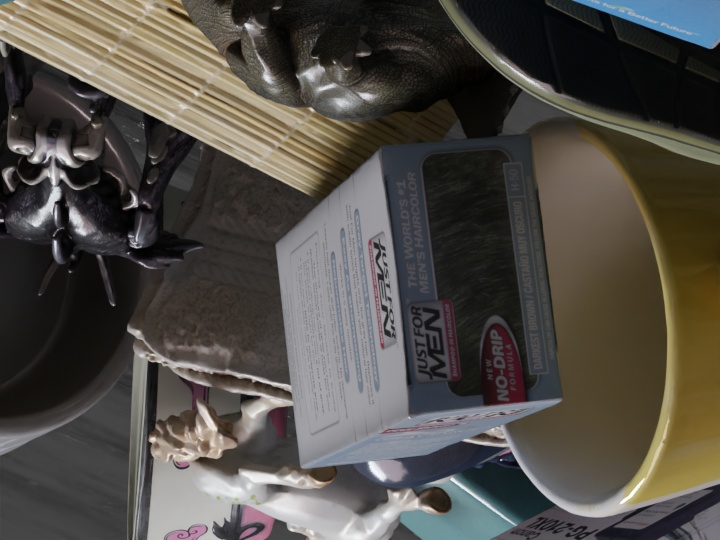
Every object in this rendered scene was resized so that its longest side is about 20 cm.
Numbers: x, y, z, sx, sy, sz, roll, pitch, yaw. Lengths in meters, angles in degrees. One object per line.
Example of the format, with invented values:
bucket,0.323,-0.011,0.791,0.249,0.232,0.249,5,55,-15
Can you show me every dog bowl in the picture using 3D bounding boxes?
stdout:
dog bowl,-0.180,-0.009,1.268,0.200,0.200,0.059,30,158,-35
dog bowl,-0.079,0.055,1.405,0.074,0.200,0.200,3,166,-7

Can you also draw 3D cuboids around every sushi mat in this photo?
sushi mat,-0.051,-0.091,1.080,0.200,0.012,0.096,26,120,-26

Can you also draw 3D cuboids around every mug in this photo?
mug,0.152,0.020,1.031,0.153,0.149,0.187,-4,-154,-25

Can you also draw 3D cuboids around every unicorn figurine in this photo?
unicorn figurine,-0.015,0.111,1.305,0.200,0.074,0.137,38,144,-18

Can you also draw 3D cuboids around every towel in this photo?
towel,0.000,0.000,1.216,0.200,0.133,0.034,10,156,26

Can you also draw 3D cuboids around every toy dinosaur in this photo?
toy dinosaur,-0.014,-0.085,1.007,0.200,0.077,0.102,4,155,18

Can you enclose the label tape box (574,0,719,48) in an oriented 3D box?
label tape box,0.068,-0.142,0.766,0.143,0.066,0.200,19,162,-4

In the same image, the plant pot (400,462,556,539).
plant pot,0.080,0.077,1.397,0.200,0.141,0.141,31,162,-12

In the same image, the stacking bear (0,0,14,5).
stacking bear,-0.149,-0.144,0.951,0.114,0.121,0.200,31,171,-16

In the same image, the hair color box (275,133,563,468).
hair color box,0.018,0.017,1.056,0.061,0.099,0.200,-5,172,-13

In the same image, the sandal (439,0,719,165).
sandal,0.103,-0.073,0.933,0.201,0.080,0.057,25,164,-24

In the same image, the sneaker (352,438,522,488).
sneaker,0.071,0.070,1.257,0.070,0.200,0.082,25,127,39

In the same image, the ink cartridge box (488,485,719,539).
ink cartridge box,0.149,0.141,1.254,0.084,0.200,0.145,67,163,-8

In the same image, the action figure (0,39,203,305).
action figure,-0.121,-0.068,1.187,0.119,0.102,0.200,14,149,8
